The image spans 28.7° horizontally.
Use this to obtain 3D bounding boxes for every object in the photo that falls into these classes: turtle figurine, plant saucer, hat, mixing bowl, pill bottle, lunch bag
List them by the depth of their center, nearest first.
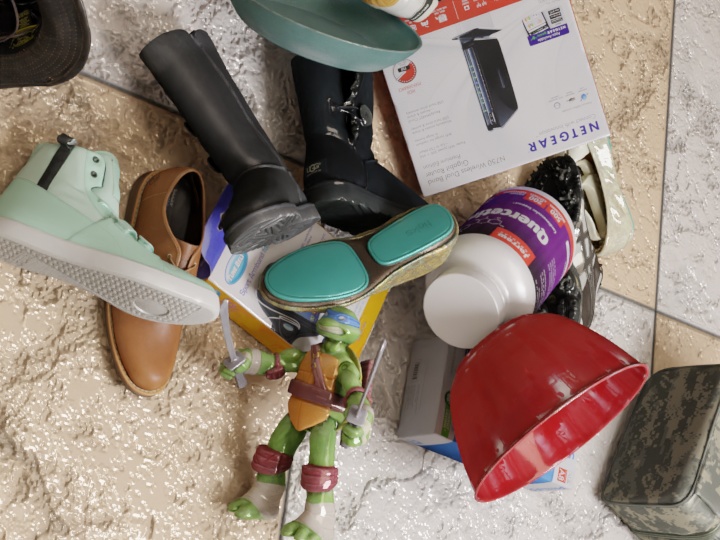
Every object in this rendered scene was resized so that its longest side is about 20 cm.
[{"bbox_3d":[-0.287,-0.233,1.075,0.200,0.200,0.081,39,51,-27],"label":"hat"},{"bbox_3d":[-0.062,0.124,1.188,0.142,0.200,0.196,12,93,1],"label":"turtle figurine"},{"bbox_3d":[-0.040,-0.231,1.300,0.199,0.200,0.036,3,119,-39],"label":"plant saucer"},{"bbox_3d":[0.157,0.113,1.308,0.199,0.201,0.109,-16,60,-40],"label":"mixing bowl"},{"bbox_3d":[0.135,-0.001,1.387,0.113,0.112,0.200,63,33,-11],"label":"pill bottle"},{"bbox_3d":[0.381,0.229,1.558,0.168,0.139,0.201,42,58,-25],"label":"lunch bag"}]

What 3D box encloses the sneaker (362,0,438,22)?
[{"bbox_3d":[0.016,-0.322,1.390,0.087,0.075,0.201,20,43,-47],"label":"sneaker"}]

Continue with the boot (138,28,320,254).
[{"bbox_3d":[-0.120,-0.116,1.191,0.201,0.065,0.165,61,10,4],"label":"boot"}]

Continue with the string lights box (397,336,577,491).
[{"bbox_3d":[0.135,0.148,1.422,0.199,0.059,0.104,25,66,-34],"label":"string lights box"}]

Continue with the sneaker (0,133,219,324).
[{"bbox_3d":[-0.193,-0.038,1.141,0.199,0.074,0.119,23,61,-5],"label":"sneaker"}]

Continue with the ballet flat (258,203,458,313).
[{"bbox_3d":[0.000,0.000,1.281,0.199,0.071,0.071,-23,96,-19],"label":"ballet flat"}]

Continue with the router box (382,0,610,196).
[{"bbox_3d":[0.130,-0.190,1.408,0.049,0.198,0.181,-43,115,-81],"label":"router box"}]

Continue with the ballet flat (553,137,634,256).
[{"bbox_3d":[0.252,-0.111,1.571,0.062,0.067,0.202,-27,99,-30],"label":"ballet flat"}]

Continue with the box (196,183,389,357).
[{"bbox_3d":[-0.070,0.007,1.294,0.200,0.041,0.120,40,58,-24],"label":"box"}]

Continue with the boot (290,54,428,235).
[{"bbox_3d":[0.010,-0.117,1.359,0.199,0.076,0.170,21,59,-48],"label":"boot"}]

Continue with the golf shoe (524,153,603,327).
[{"bbox_3d":[0.220,-0.023,1.531,0.094,0.077,0.202,21,69,-54],"label":"golf shoe"}]

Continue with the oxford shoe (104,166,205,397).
[{"bbox_3d":[-0.169,0.006,1.192,0.071,0.071,0.202,14,74,-39],"label":"oxford shoe"}]
